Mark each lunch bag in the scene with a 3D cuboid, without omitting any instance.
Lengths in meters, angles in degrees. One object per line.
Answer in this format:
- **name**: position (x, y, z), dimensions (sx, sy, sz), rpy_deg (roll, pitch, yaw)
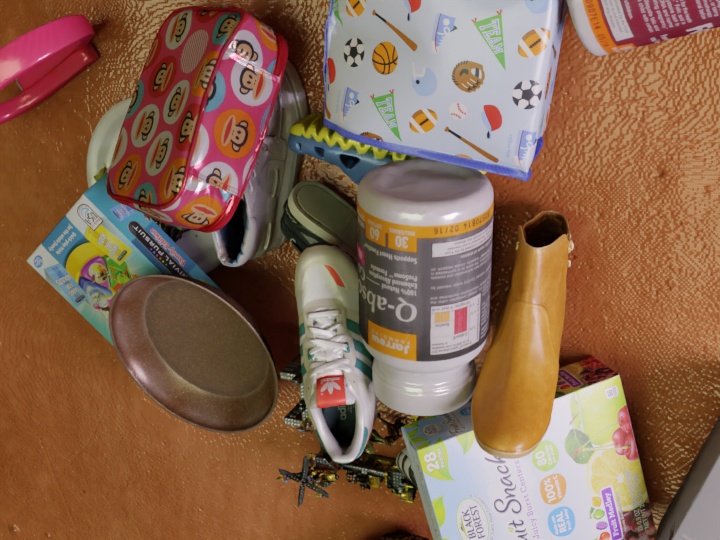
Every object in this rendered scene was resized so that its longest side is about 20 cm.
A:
- **lunch bag**: position (0.066, -0.188, 0.864), dimensions (0.197, 0.124, 0.172), rpy_deg (11, 116, 13)
- **lunch bag**: position (-0.163, -0.143, 0.956), dimensions (0.175, 0.081, 0.202), rpy_deg (15, 84, 47)

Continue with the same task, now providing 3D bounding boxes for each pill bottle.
- **pill bottle**: position (0.256, -0.236, 0.755), dimensions (0.198, 0.114, 0.116), rpy_deg (-9, 106, 29)
- **pill bottle**: position (0.055, 0.015, 0.886), dimensions (0.115, 0.116, 0.203), rpy_deg (10, 118, 22)

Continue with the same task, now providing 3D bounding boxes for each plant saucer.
- **plant saucer**: position (-0.165, 0.079, 1.051), dimensions (0.198, 0.037, 0.202), rpy_deg (14, 129, 18)

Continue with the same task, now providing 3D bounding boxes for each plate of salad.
- **plate of salad**: position (-0.215, -0.083, 1.085), dimensions (0.197, 0.048, 0.203), rpy_deg (10, 114, 22)

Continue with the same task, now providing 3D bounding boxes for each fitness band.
- **fitness band**: position (-0.351, -0.197, 1.049), dimensions (0.199, 0.143, 0.038), rpy_deg (-28, 96, 31)

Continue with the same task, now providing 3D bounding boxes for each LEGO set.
- **LEGO set**: position (-0.007, 0.159, 1.038), dimensions (0.152, 0.116, 0.203), rpy_deg (15, 116, 20)

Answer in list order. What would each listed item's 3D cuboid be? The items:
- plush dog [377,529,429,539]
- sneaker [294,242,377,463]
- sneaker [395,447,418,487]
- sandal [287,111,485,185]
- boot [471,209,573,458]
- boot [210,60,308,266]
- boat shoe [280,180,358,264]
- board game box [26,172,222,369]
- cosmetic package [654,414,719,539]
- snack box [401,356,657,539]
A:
- **plush dog**: position (0.033, 0.378, 1.106), dimensions (0.200, 0.159, 0.173), rpy_deg (-48, 59, 30)
- **sneaker**: position (-0.020, 0.078, 0.928), dimensions (0.069, 0.093, 0.203), rpy_deg (-5, 104, 4)
- **sneaker**: position (0.136, 0.206, 1.017), dimensions (0.200, 0.075, 0.116), rpy_deg (43, 83, -27)
- **sandal**: position (0.020, -0.093, 0.952), dimensions (0.198, 0.079, 0.088), rpy_deg (19, 121, 20)
- **boot**: position (0.138, 0.045, 0.873), dimensions (0.070, 0.202, 0.146), rpy_deg (9, 124, 13)
- **boot**: position (-0.102, -0.103, 0.993), dimensions (0.073, 0.096, 0.203), rpy_deg (11, 114, 21)
- **boat shoe**: position (-0.001, 0.001, 1.001), dimensions (0.199, 0.075, 0.066), rpy_deg (38, 136, -5)
- **board game box**: position (-0.246, 0.016, 1.105), dimensions (0.200, 0.047, 0.151), rpy_deg (46, 133, -9)
- **cosmetic package**: position (0.330, 0.195, 0.896), dimensions (0.089, 0.107, 0.202), rpy_deg (23, 116, 15)
- **snack box**: position (0.156, 0.195, 0.945), dimensions (0.198, 0.068, 0.171), rpy_deg (-19, 104, -6)
